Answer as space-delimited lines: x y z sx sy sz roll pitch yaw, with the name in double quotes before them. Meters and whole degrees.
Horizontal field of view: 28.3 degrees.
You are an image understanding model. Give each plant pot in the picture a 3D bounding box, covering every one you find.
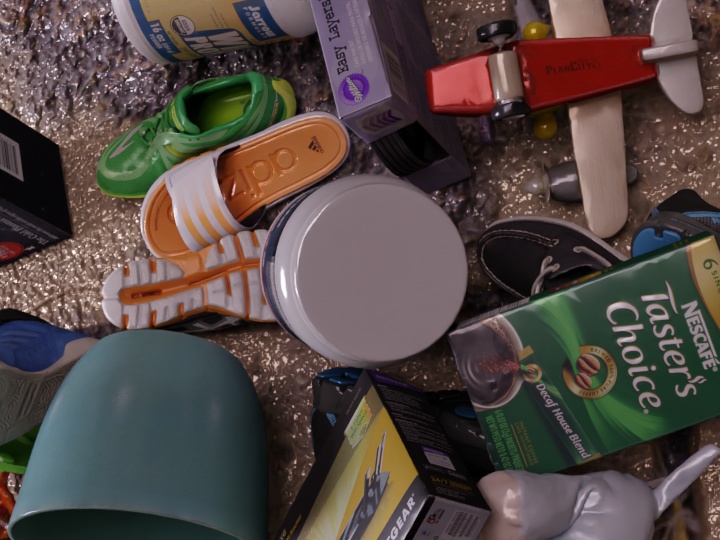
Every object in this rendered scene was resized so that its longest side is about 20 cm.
"plant pot" -0.164 0.143 1.129 0.200 0.201 0.162 -7 60 21

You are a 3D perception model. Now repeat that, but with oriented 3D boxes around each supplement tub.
"supplement tub" 0.000 0.000 1.078 0.140 0.200 0.141 0 91 -9
"supplement tub" -0.108 -0.269 1.259 0.199 0.145 0.145 -8 70 21

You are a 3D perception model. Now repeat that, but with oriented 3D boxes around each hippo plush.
"hippo plush" 0.149 0.230 0.987 0.199 0.159 0.162 -3 64 -20

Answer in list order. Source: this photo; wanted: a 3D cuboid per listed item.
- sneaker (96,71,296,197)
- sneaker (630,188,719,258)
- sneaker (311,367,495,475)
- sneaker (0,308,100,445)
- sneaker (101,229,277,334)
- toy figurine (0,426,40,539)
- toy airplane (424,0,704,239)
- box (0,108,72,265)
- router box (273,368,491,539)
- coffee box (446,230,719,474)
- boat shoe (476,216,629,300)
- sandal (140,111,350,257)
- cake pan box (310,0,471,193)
"sneaker" -0.156 -0.130 1.271 0.199 0.084 0.074 -24 66 16
"sneaker" 0.299 0.002 1.033 0.199 0.073 0.082 32 43 11
"sneaker" 0.054 0.135 1.105 0.199 0.073 0.082 14 105 25
"sneaker" -0.314 0.087 1.216 0.111 0.200 0.077 18 112 32
"sneaker" -0.116 0.015 1.216 0.199 0.077 0.079 -5 76 3
"toy figurine" -0.341 0.218 1.238 0.199 0.150 0.185 29 101 4
"toy airplane" 0.168 -0.155 1.123 0.199 0.141 0.200 35 79 -9
"box" -0.394 -0.072 1.291 0.181 0.200 0.105 -20 67 17
"router box" 0.001 0.194 0.995 0.201 0.052 0.157 -63 26 18
"coffee box" 0.172 0.062 0.996 0.199 0.044 0.124 -19 90 10
"boat shoe" 0.167 0.016 1.086 0.199 0.060 0.074 29 116 26
"sandal" -0.106 -0.074 1.228 0.206 0.059 0.079 -29 101 12
"cake pan box" 0.019 -0.175 1.151 0.052 0.184 0.201 -22 68 18
